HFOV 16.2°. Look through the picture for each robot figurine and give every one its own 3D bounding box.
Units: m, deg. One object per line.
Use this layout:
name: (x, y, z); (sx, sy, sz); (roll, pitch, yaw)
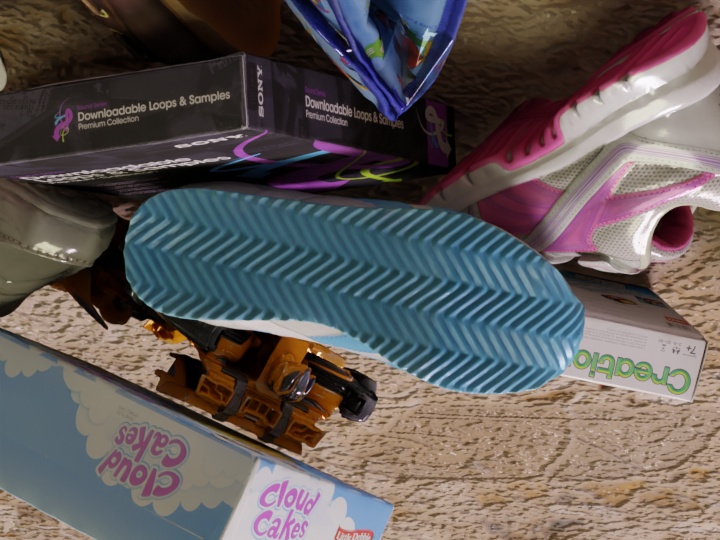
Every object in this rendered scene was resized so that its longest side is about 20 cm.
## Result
robot figurine: (-0.075, 0.028, 1.219); (0.145, 0.058, 0.200); (28, -175, -33)

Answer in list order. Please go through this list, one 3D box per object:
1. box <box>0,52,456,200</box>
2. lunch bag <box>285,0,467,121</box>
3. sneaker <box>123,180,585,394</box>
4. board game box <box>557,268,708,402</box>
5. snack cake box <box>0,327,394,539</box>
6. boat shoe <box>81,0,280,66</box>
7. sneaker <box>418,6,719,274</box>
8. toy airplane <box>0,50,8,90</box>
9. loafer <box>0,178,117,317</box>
box: (-0.063, -0.057, 1.096); (0.142, 0.036, 0.200); (-7, 172, 27)
lunch bag: (-0.024, -0.148, 0.880); (0.151, 0.094, 0.200); (49, 169, 17)
sneaker: (0.000, 0.000, 1.096); (0.199, 0.077, 0.081); (15, -173, -1)
board game box: (0.056, 0.016, 1.217); (0.199, 0.035, 0.126); (12, -171, -7)
snack cake box: (-0.099, 0.092, 1.167); (0.200, 0.067, 0.115); (22, 176, 36)
boat shoe: (-0.102, -0.136, 0.998); (0.070, 0.071, 0.200); (0, 153, 24)
sneaker: (0.097, -0.032, 1.101); (0.088, 0.081, 0.200); (52, 141, -7)
toy airplane: (-0.248, -0.079, 1.066); (0.200, 0.141, 0.199); (30, 133, -19)
loafer: (-0.163, -0.010, 1.184); (0.070, 0.070, 0.200); (19, 175, -18)
